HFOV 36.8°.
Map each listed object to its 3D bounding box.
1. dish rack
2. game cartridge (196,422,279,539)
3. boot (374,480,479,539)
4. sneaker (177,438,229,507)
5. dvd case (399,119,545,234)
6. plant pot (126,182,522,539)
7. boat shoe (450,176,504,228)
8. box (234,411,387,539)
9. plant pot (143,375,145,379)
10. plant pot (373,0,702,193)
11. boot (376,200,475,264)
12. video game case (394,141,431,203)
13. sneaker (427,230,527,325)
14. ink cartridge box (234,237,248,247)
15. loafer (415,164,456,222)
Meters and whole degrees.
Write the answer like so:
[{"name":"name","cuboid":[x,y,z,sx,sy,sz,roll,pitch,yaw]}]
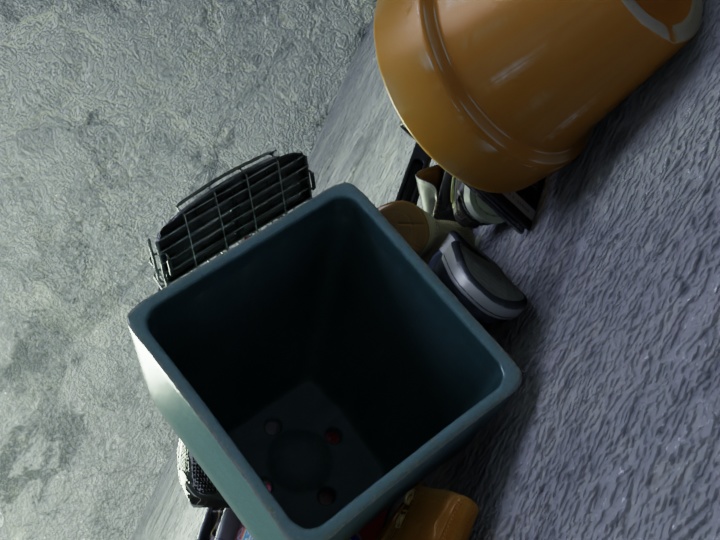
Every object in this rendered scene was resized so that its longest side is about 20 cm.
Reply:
[{"name":"dish rack","cuboid":[-0.095,0.000,0.829,0.152,0.054,0.202,-34,-38,-26]},{"name":"game cartridge","cuboid":[-0.076,0.213,0.985,0.040,0.133,0.203,-15,47,43]},{"name":"boot","cuboid":[0.013,0.219,0.740,0.145,0.070,0.201,-61,12,-25]},{"name":"sneaker","cuboid":[-0.130,0.106,0.934,0.087,0.079,0.202,74,-174,-50]},{"name":"dvd case","cuboid":[0.116,-0.154,0.911,0.016,0.148,0.202,-18,42,49]},{"name":"plant pot","cuboid":[-0.034,0.103,0.785,0.195,0.196,0.201,-32,-22,-26]},{"name":"boat shoe","cuboid":[0.132,-0.135,0.989,0.204,0.071,0.060,-68,15,-14]},{"name":"box","cuboid":[-0.050,0.235,0.889,0.096,0.099,0.202,-46,20,56]},{"name":"plant pot","cuboid":[-0.261,0.174,1.965,0.201,0.186,0.186,-52,7,-18]},{"name":"plant pot","cuboid":[0.140,-0.185,0.797,0.182,0.199,0.202,-27,34,47]},{"name":"boot","cuboid":[0.000,0.000,1.001,0.198,0.074,0.155,-28,-13,21]},{"name":"video game case","cuboid":[0.035,-0.030,1.211,0.201,0.025,0.183,105,-176,-57]},{"name":"sneaker","cuboid":[0.056,0.049,0.851,0.147,0.077,0.202,-51,2,6]},{"name":"ink cartridge box","cuboid":[-0.064,0.078,1.082,0.148,0.198,0.083,-60,12,11]},{"name":"loafer","cuboid":[0.085,-0.080,1.083,0.202,0.071,0.073,-60,12,23]}]
